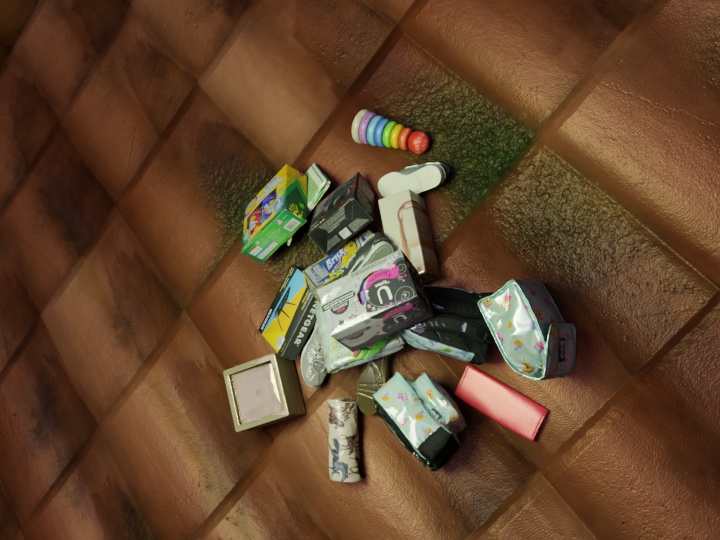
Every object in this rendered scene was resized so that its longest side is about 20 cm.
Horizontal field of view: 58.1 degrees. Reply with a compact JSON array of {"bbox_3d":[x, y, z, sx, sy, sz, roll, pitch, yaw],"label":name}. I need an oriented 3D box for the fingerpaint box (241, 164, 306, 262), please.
[{"bbox_3d":[-0.226,-0.148,1.691,0.199,0.073,0.168,-38,40,35],"label":"fingerpaint box"}]

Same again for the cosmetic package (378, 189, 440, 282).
[{"bbox_3d":[0.115,-0.073,1.517,0.086,0.103,0.203,-18,75,25],"label":"cosmetic package"}]

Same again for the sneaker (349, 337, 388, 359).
[{"bbox_3d":[0.029,0.106,1.455,0.083,0.076,0.202,10,71,57],"label":"sneaker"}]

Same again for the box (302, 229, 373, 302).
[{"bbox_3d":[-0.038,-0.011,1.560,0.199,0.070,0.064,-32,62,-16],"label":"box"}]

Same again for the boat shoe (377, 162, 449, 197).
[{"bbox_3d":[0.128,-0.216,1.561,0.198,0.062,0.074,-10,105,45],"label":"boat shoe"}]

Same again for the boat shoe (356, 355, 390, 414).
[{"bbox_3d":[0.038,0.240,1.545,0.072,0.063,0.204,4,90,23],"label":"boat shoe"}]

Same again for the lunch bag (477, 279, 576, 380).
[{"bbox_3d":[0.349,0.125,1.304,0.122,0.169,0.202,-38,65,28],"label":"lunch bag"}]

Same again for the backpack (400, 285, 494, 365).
[{"bbox_3d":[0.177,0.111,1.415,0.197,0.154,0.165,13,71,-8],"label":"backpack"}]

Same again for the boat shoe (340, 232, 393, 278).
[{"bbox_3d":[0.000,0.000,1.496,0.200,0.075,0.061,-46,40,15],"label":"boat shoe"}]

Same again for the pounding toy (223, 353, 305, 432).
[{"bbox_3d":[-0.259,0.307,1.676,0.198,0.142,0.186,-21,74,17],"label":"pounding toy"}]

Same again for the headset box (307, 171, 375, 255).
[{"bbox_3d":[-0.042,-0.146,1.586,0.148,0.077,0.201,-36,22,21],"label":"headset box"}]

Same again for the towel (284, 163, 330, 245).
[{"bbox_3d":[-0.156,-0.178,1.707,0.201,0.023,0.153,-56,31,13],"label":"towel"}]

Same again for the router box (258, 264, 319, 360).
[{"bbox_3d":[-0.172,0.105,1.662,0.149,0.051,0.202,34,99,50],"label":"router box"}]

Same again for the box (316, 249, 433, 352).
[{"bbox_3d":[0.031,0.067,1.338,0.198,0.132,0.116,-26,61,11],"label":"box"}]

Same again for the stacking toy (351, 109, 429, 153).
[{"bbox_3d":[0.078,-0.332,1.597,0.198,0.085,0.086,23,94,27],"label":"stacking toy"}]

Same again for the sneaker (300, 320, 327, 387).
[{"bbox_3d":[-0.095,0.190,1.598,0.082,0.074,0.203,-171,94,-71],"label":"sneaker"}]

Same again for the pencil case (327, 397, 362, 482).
[{"bbox_3d":[-0.037,0.405,1.540,0.077,0.089,0.203,-7,80,24],"label":"pencil case"}]

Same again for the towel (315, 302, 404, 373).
[{"bbox_3d":[-0.003,0.129,1.511,0.198,0.048,0.173,-20,58,11],"label":"towel"}]

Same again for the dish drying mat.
[{"bbox_3d":[0.301,0.284,1.398,0.199,0.018,0.078,28,96,32],"label":"dish drying mat"}]

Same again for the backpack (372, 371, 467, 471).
[{"bbox_3d":[0.127,0.310,1.408,0.199,0.176,0.154,38,85,29],"label":"backpack"}]
